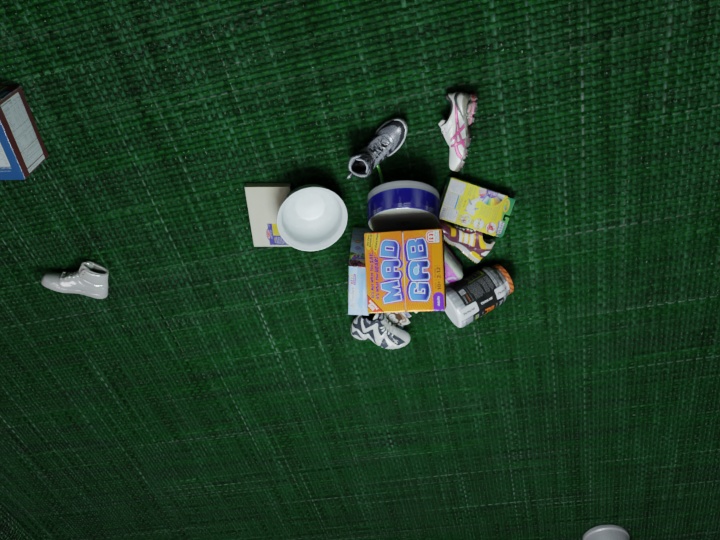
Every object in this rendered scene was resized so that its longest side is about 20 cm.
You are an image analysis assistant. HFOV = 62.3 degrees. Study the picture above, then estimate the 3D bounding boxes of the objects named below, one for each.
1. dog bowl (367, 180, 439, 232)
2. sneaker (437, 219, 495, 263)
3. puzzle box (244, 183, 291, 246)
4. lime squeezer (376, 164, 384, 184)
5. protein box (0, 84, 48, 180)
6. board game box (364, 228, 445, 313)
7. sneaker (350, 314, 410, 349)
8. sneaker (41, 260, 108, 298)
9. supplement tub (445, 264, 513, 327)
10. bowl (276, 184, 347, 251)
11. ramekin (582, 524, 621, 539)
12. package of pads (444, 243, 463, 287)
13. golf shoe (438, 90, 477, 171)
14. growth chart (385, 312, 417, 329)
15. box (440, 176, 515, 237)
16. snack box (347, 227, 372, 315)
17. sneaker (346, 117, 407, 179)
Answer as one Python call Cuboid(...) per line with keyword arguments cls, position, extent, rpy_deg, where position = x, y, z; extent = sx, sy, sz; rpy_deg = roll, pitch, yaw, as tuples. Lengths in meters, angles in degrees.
Cuboid(cls="dog bowl", position=(0.116, -0.162, 1.609), extent=(0.196, 0.080, 0.201), rpy_deg=(1, 161, 0))
Cuboid(cls="sneaker", position=(0.297, -0.108, 1.709), extent=(0.198, 0.075, 0.090), rpy_deg=(32, 114, -26))
Cuboid(cls="puzzle box", position=(-0.257, -0.158, 1.726), extent=(0.130, 0.026, 0.203), rpy_deg=(0, 126, 2))
Cuboid(cls="lime squeezer", position=(0.099, -0.223, 1.661), extent=(0.198, 0.038, 0.071), rpy_deg=(33, 90, -19))
Cuboid(cls="protein box", position=(-0.970, -0.357, 1.553), extent=(0.194, 0.136, 0.203), rpy_deg=(-1, 126, 4))
Cuboid(cls="board game box", position=(0.125, 0.003, 1.575), extent=(0.195, 0.200, 0.204), rpy_deg=(-3, 89, 9))
Cuboid(cls="sneaker", position=(0.073, 0.171, 1.891), extent=(0.195, 0.080, 0.131), rpy_deg=(18, 136, 2))
Cuboid(cls="sneaker", position=(-0.888, 0.012, 1.863), extent=(0.196, 0.074, 0.117), rpy_deg=(11, 125, -18))
Cuboid(cls="supplement tub", position=(0.346, 0.071, 1.767), extent=(0.198, 0.123, 0.124), rpy_deg=(-29, 124, -8))
Cuboid(cls="bowl", position=(-0.139, -0.163, 1.664), extent=(0.197, 0.091, 0.204), rpy_deg=(-7, 127, -9))
Cuboid(cls="ramekin", position=(1.083, 1.209, 2.604), extent=(0.198, 0.095, 0.205), rpy_deg=(1, 126, 2))
Cuboid(cls="package of pads", position=(0.194, 0.003, 1.792), extent=(0.198, 0.069, 0.155), rpy_deg=(-31, 118, 24))
Cuboid(cls="golf shoe", position=(0.243, -0.357, 1.529), extent=(0.090, 0.073, 0.204), rpy_deg=(8, 117, 5))
Cuboid(cls="growth chart", position=(0.092, 0.153, 1.939), extent=(0.144, 0.018, 0.200), rpy_deg=(36, 121, -22))
Cuboid(cls="box", position=(0.318, -0.174, 1.646), extent=(0.196, 0.048, 0.119), rpy_deg=(17, 101, -7))
Cuboid(cls="snack box", position=(0.000, 0.000, 1.717), extent=(0.066, 0.202, 0.171), rpy_deg=(4, 125, 2))
Cuboid(cls="sneaker", position=(0.040, -0.306, 1.539), extent=(0.076, 0.114, 0.199), rpy_deg=(45, 119, -10))
